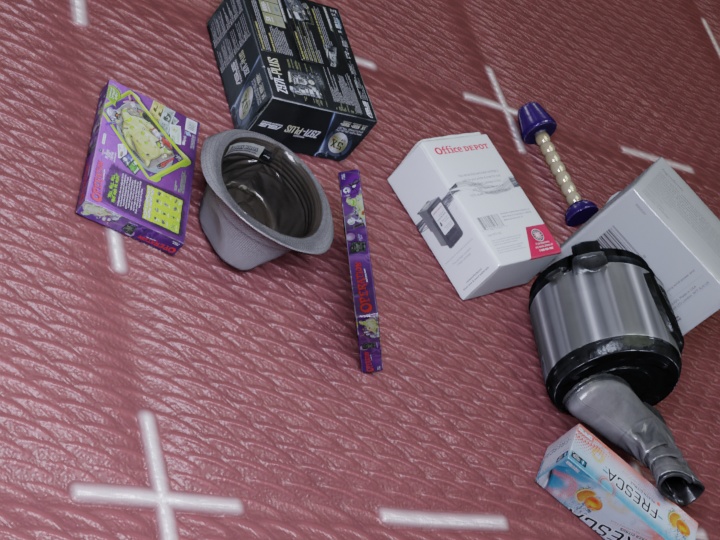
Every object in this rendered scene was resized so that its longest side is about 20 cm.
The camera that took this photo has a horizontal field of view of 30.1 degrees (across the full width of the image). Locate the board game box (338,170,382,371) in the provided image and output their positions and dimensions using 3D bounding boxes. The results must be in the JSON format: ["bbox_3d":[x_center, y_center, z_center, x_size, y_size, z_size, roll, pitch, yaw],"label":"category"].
[{"bbox_3d":[0.000,0.000,1.533,0.032,0.120,0.201,-9,55,3],"label":"board game box"}]

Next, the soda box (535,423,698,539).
[{"bbox_3d":[0.308,0.279,1.606,0.200,0.064,0.068,40,39,-6],"label":"soda box"}]

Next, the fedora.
[{"bbox_3d":[-0.121,-0.066,1.506,0.176,0.090,0.200,25,34,-27],"label":"fedora"}]

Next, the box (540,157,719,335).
[{"bbox_3d":[0.389,-0.006,1.823,0.200,0.199,0.131,47,39,3],"label":"box"}]

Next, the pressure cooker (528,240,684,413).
[{"bbox_3d":[0.303,0.066,1.702,0.178,0.176,0.201,16,45,-28],"label":"pressure cooker"}]

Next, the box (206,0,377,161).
[{"bbox_3d":[-0.088,-0.252,1.704,0.163,0.086,0.201,8,51,-38],"label":"box"}]

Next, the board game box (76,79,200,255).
[{"bbox_3d":[-0.244,-0.117,1.492,0.120,0.032,0.200,28,40,-26],"label":"board game box"}]

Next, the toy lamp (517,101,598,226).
[{"bbox_3d":[0.289,-0.162,1.988,0.058,0.058,0.201,-1,58,-42],"label":"toy lamp"}]

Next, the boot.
[{"bbox_3d":[0.336,0.205,1.607,0.200,0.070,0.132,24,27,-38],"label":"boot"}]

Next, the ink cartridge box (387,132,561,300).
[{"bbox_3d":[0.149,-0.075,1.761,0.145,0.083,0.200,-12,64,-46],"label":"ink cartridge box"}]
